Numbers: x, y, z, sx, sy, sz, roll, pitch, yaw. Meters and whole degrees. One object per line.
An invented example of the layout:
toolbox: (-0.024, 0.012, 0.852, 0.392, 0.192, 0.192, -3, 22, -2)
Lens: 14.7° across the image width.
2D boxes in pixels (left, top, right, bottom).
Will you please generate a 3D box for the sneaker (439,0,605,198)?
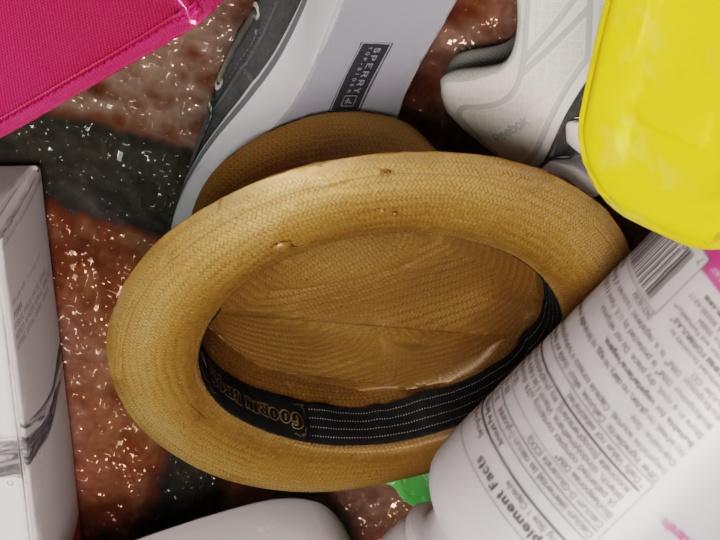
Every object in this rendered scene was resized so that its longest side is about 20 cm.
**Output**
sneaker: (0.099, -0.116, 1.011, 0.081, 0.075, 0.201, 34, 112, 3)

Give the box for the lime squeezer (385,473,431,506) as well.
lime squeezer: (0.041, 0.097, 1.106, 0.199, 0.071, 0.038, 22, 140, 15)

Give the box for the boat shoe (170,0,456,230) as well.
boat shoe: (-0.019, -0.077, 1.047, 0.068, 0.057, 0.200, 3, 136, -35)

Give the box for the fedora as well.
fedora: (0.000, 0.000, 1.036, 0.199, 0.082, 0.201, -9, 141, -7)

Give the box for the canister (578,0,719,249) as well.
canister: (0.164, -0.092, 0.929, 0.086, 0.200, 0.149, 26, 115, 29)

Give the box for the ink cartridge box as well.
ink cartridge box: (-0.193, 0.063, 1.112, 0.145, 0.085, 0.201, 0, 115, 8)

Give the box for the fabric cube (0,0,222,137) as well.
fabric cube: (-0.111, -0.180, 0.907, 0.200, 0.200, 0.196, 51, 141, -13)

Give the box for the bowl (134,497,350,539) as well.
bowl: (-0.070, 0.207, 1.107, 0.199, 0.075, 0.201, -20, 121, -12)

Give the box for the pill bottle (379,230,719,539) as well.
pill bottle: (0.097, 0.073, 0.993, 0.113, 0.113, 0.200, 41, 106, -10)
